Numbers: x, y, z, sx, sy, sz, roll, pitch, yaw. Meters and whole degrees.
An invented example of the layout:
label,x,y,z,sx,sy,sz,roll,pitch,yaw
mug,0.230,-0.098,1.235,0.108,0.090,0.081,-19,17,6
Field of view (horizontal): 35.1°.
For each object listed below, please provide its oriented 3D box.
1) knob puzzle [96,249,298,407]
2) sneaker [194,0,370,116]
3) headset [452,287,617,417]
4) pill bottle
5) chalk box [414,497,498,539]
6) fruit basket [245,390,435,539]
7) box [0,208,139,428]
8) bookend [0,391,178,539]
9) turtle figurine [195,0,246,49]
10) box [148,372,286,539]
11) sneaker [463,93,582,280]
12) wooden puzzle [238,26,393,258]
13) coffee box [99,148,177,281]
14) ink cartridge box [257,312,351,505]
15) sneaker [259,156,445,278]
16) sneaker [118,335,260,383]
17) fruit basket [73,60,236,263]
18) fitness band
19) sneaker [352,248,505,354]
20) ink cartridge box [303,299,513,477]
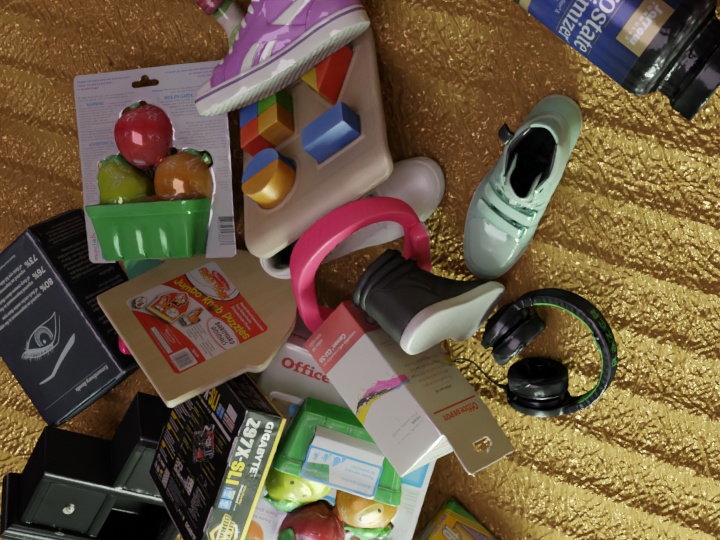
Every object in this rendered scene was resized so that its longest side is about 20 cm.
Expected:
label,x,y,z,sx,sy,sz,roll,pitch,yaw
knob puzzle,-0.150,0.047,1.189,0.216,0.221,0.031,15,136,18
sneaker,-0.095,-0.238,1.107,0.199,0.073,0.116,-30,88,18
headset,0.158,0.096,1.136,0.198,0.094,0.125,-22,96,40
pill bottle,0.237,-0.227,0.993,0.199,0.112,0.112,40,117,8
chalk box,0.121,0.375,1.221,0.200,0.124,0.125,42,118,7
fruit basket,-0.033,0.242,1.144,0.182,0.094,0.203,18,91,-3
box,-0.348,0.056,1.339,0.147,0.104,0.202,-33,92,28
bookend,-0.286,0.228,1.315,0.196,0.093,0.201,19,119,-27
turtle figurine,-0.165,-0.319,1.108,0.193,0.145,0.200,40,158,-11
box,-0.152,0.182,1.166,0.049,0.200,0.162,17,98,-28
sneaker,0.138,-0.068,1.081,0.073,0.118,0.203,29,116,11
wooden puzzle,-0.058,-0.138,1.126,0.184,0.046,0.203,-31,50,28
coffee box,-0.220,-0.048,1.285,0.121,0.044,0.204,-8,102,25
ink cartridge box,-0.050,0.164,1.237,0.144,0.085,0.203,20,112,-1
sneaker,-0.011,-0.046,1.155,0.198,0.115,0.075,-28,92,27
sneaker,-0.189,0.112,1.281,0.199,0.075,0.080,37,130,-16
fruit basket,-0.216,-0.112,1.205,0.182,0.094,0.204,-3,89,19
fitness band,0.000,0.000,1.139,0.141,0.201,0.038,-19,58,-8
sneaker,0.067,0.018,1.104,0.099,0.199,0.071,41,115,22
ink cartridge box,0.049,0.121,1.098,0.068,0.116,0.201,-46,71,26
